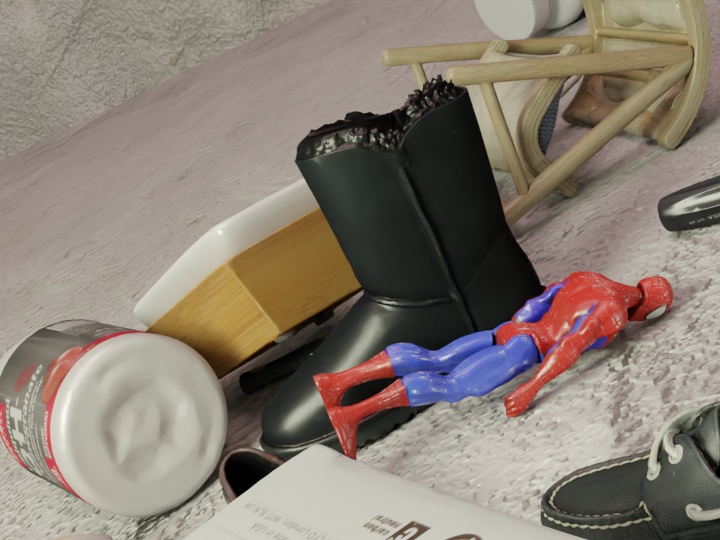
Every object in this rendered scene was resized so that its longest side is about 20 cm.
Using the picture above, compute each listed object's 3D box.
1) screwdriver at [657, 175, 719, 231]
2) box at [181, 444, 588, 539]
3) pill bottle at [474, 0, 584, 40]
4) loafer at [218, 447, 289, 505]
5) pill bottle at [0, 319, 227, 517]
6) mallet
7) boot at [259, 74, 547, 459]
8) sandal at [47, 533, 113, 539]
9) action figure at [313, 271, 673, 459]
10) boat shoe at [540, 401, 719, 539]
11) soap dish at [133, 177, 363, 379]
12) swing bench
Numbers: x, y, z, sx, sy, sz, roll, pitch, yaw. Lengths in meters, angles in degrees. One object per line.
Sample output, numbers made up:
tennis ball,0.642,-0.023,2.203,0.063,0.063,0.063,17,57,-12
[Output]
screwdriver,0.264,-0.062,0.792,0.199,0.029,0.028,-23,17,34
box,-0.014,0.168,0.379,0.200,0.131,0.199,-34,18,-23
pill bottle,0.223,-0.341,1.530,0.200,0.120,0.119,-37,19,-28
loafer,-0.018,0.128,0.617,0.072,0.063,0.200,-34,18,-20
pill bottle,-0.175,0.089,0.892,0.111,0.111,0.200,-35,18,-25
mallet,0.004,0.040,0.900,0.199,0.041,0.066,-28,13,11
boot,0.000,0.000,0.786,0.199,0.169,0.076,-28,17,0
sandal,-0.146,0.172,0.692,0.079,0.059,0.207,-29,17,-7
action figure,0.077,0.046,0.741,0.199,0.052,0.065,-23,22,-3
boat shoe,0.149,0.076,0.520,0.199,0.061,0.076,-15,21,36
soap dish,-0.055,0.005,0.912,0.157,0.081,0.200,-31,-2,-31
swing bench,0.148,-0.142,1.060,0.199,0.130,0.199,-24,16,-7
